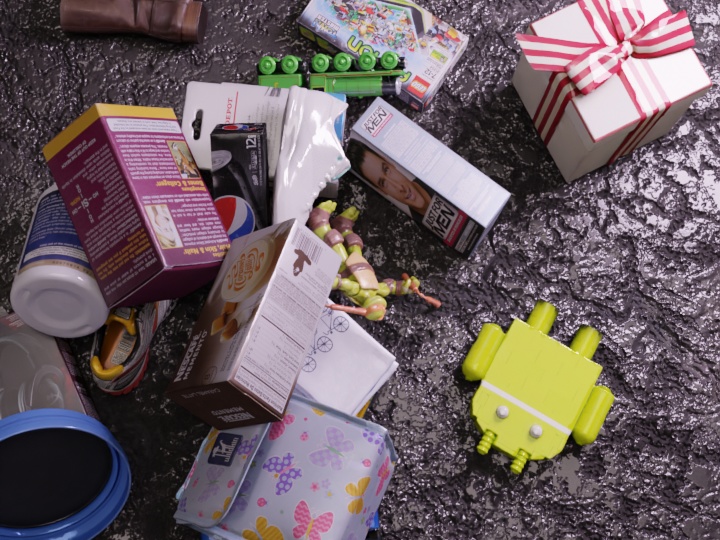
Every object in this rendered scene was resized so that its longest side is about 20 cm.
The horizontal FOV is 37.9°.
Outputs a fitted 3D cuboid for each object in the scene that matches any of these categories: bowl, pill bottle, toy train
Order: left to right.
[{"bbox_3d":[-0.355,0.236,1.158,0.198,0.202,0.040,-25,41,-7],"label":"bowl"},{"bbox_3d":[-0.331,-0.033,1.220,0.109,0.112,0.202,1,49,-1],"label":"pill bottle"},{"bbox_3d":[-0.037,-0.243,1.317,0.197,0.042,0.057,1,97,13],"label":"toy train"}]

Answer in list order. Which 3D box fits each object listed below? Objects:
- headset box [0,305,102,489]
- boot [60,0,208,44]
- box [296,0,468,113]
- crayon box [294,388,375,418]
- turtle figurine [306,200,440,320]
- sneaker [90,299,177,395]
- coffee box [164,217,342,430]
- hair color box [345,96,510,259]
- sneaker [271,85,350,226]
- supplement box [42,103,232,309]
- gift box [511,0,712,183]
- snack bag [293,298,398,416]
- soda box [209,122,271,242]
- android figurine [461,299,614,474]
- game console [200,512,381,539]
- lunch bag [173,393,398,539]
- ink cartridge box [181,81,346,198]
[{"bbox_3d":[-0.403,0.143,1.226,0.147,0.077,0.202,-24,80,-6],"label":"headset box"},{"bbox_3d":[-0.291,-0.388,1.360,0.197,0.064,0.189,7,75,5],"label":"boot"},{"bbox_3d":[0.028,-0.304,1.355,0.199,0.035,0.111,33,79,6],"label":"box"},{"bbox_3d":[-0.082,0.126,1.248,0.198,0.052,0.127,28,79,6],"label":"crayon box"},{"bbox_3d":[0.000,0.000,1.256,0.198,0.064,0.163,1,54,-42],"label":"turtle figurine"},{"bbox_3d":[-0.266,0.047,1.247,0.077,0.082,0.203,14,77,2],"label":"sneaker"},{"bbox_3d":[-0.110,0.057,1.102,0.080,0.114,0.202,40,54,-29],"label":"coffee box"},{"bbox_3d":[0.077,-0.111,1.275,0.199,0.099,0.061,38,68,7],"label":"hair color box"},{"bbox_3d":[-0.057,-0.114,1.229,0.087,0.075,0.203,9,82,-8],"label":"sneaker"},{"bbox_3d":[-0.245,-0.073,1.173,0.103,0.130,0.202,-30,78,29],"label":"supplement box"},{"bbox_3d":[0.285,-0.242,1.269,0.183,0.187,0.202,-30,80,-8],"label":"gift box"},{"bbox_3d":[-0.087,0.119,1.206,0.188,0.021,0.200,41,88,5],"label":"snack bag"},{"bbox_3d":[-0.138,-0.069,1.237,0.062,0.071,0.203,-2,107,-1],"label":"soda box"},{"bbox_3d":[0.208,0.142,1.256,0.181,0.041,0.202,31,77,6],"label":"android figurine"},{"bbox_3d":[-0.077,0.295,1.189,0.197,0.172,0.119,-6,42,-2],"label":"game console"},{"bbox_3d":[-0.084,0.219,1.096,0.198,0.128,0.171,19,68,22],"label":"lunch bag"},{"bbox_3d":[-0.120,-0.163,1.304,0.197,0.067,0.118,6,78,0],"label":"ink cartridge box"}]
